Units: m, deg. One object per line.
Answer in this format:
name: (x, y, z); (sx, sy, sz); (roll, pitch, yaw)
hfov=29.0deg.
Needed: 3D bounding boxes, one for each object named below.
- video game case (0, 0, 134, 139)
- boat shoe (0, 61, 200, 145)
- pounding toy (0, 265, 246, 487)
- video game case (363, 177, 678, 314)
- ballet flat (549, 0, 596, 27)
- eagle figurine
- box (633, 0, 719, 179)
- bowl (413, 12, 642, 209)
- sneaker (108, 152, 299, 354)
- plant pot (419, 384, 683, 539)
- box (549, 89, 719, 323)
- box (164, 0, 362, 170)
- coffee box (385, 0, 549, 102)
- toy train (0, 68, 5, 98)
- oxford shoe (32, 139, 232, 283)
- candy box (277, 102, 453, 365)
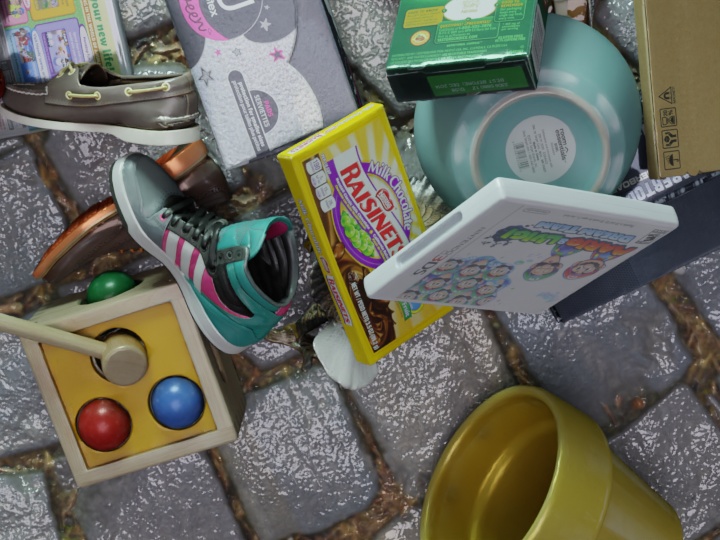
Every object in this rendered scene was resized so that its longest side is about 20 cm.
video game case: (-0.306, -0.224, 1.250); (0.181, 0.022, 0.201); (-10, 103, 3)
boat shoe: (-0.226, -0.149, 1.196); (0.199, 0.072, 0.060); (11, 110, 26)
pounding toy: (-0.227, 0.082, 1.265); (0.183, 0.142, 0.201); (-17, 104, 4)
video game case: (0.133, -0.015, 1.154); (0.199, 0.024, 0.182); (6, 151, -36)
ballet flat: (0.178, -0.226, 1.222); (0.072, 0.072, 0.201); (-6, 104, 2)
eagle figurine: (-0.005, -0.004, 1.253); (0.151, 0.152, 0.200); (34, 108, 13)
box: (0.320, -0.188, 1.219); (0.163, 0.021, 0.201); (-8, 97, -18)
bowl: (0.146, -0.109, 1.173); (0.200, 0.105, 0.202); (0, 112, 1)
sneaker: (-0.121, -0.030, 1.184); (0.121, 0.084, 0.200); (-27, 103, 38)
plant pot: (0.187, 0.233, 1.286); (0.188, 0.201, 0.201); (29, 103, -23)
box: (0.235, -0.065, 1.272); (0.199, 0.051, 0.158); (-25, 104, 7)
box: (-0.088, -0.206, 1.205); (0.132, 0.115, 0.201); (-18, 103, 4)
coffee box: (0.097, -0.230, 1.151); (0.122, 0.201, 0.044); (-3, 143, 20)
toy train: (-0.357, -0.163, 1.167); (0.084, 0.116, 0.201); (-7, 81, 5)
oxford shoe: (-0.210, -0.037, 1.273); (0.200, 0.071, 0.073); (-34, 106, 8)
candy box: (0.008, -0.030, 1.179); (0.102, 0.026, 0.201); (-34, 116, -28)
